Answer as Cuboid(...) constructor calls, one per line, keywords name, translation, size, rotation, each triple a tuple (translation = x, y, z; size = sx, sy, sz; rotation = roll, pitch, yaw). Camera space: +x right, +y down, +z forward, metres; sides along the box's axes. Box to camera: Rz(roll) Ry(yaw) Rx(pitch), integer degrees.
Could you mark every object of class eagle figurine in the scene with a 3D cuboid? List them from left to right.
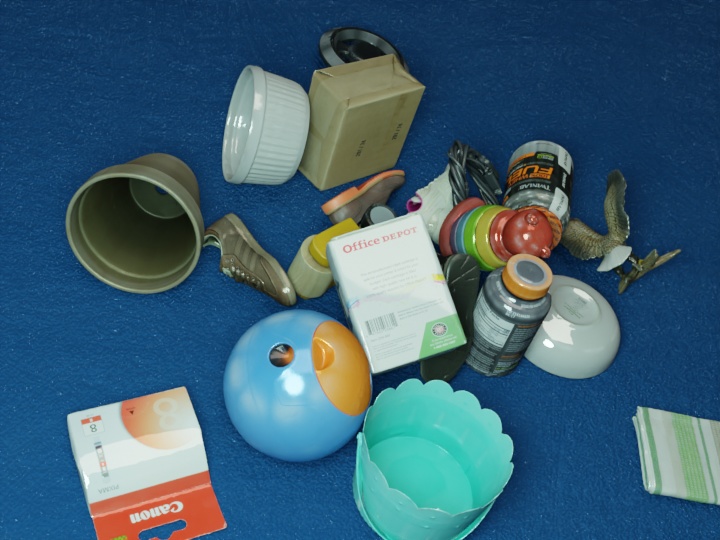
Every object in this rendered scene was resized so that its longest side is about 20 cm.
Cuboid(name="eagle figurine", translation=(0.439, -0.064, 1.611), size=(0.151, 0.151, 0.201), rotation=(-23, 69, -20))

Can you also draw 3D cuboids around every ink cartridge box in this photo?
Cuboid(name="ink cartridge box", translation=(-0.276, 0.256, 1.157), size=(0.161, 0.050, 0.200), rotation=(-11, 50, -25))
Cuboid(name="ink cartridge box", translation=(0.047, 0.036, 1.292), size=(0.145, 0.088, 0.201), rotation=(-17, 81, -10))

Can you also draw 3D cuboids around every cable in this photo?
Cuboid(name="cable", translation=(0.192, -0.134, 1.573), size=(0.051, 0.200, 0.164), rotation=(-3, 61, 31))

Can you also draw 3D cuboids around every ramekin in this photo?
Cuboid(name="ramekin", translation=(-0.161, -0.241, 1.542), size=(0.105, 0.200, 0.201), rotation=(9, 47, -22))

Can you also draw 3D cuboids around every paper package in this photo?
Cuboid(name="paper package", translation=(-0.006, -0.263, 1.601), size=(0.190, 0.200, 0.104), rotation=(-22, 58, -32))

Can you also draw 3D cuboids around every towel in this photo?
Cuboid(name="towel", translation=(0.519, 0.292, 1.381), size=(0.199, 0.031, 0.150), rotation=(13, 49, -8))

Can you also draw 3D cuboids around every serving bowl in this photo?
Cuboid(name="serving bowl", translation=(0.343, 0.078, 1.490), size=(0.199, 0.066, 0.201), rotation=(9, 47, -10))

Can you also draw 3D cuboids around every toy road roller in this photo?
Cuboid(name="toy road roller", translation=(0.000, 0.000, 1.424), size=(0.199, 0.123, 0.146), rotation=(-26, 72, -34))

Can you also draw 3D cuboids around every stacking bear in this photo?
Cuboid(name="stacking bear", translation=(0.223, -0.053, 1.413), size=(0.113, 0.200, 0.122), rotation=(-25, 101, -28))

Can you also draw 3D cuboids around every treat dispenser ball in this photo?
Cuboid(name="treat dispenser ball", translation=(-0.083, 0.153, 1.202), size=(0.200, 0.201, 0.202), rotation=(8, 47, -9))

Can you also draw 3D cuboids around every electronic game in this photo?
Cuboid(name="electronic game", translation=(0.008, -0.438, 1.869), size=(0.199, 0.042, 0.201), rotation=(14, 45, -15))

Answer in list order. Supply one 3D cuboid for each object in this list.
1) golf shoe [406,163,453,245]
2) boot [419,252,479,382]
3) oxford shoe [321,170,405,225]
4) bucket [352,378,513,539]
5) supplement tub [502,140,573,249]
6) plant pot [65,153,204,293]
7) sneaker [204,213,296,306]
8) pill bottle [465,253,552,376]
Cuboid(name="golf shoe", translation=(0.135, -0.134, 1.615), size=(0.091, 0.076, 0.200), rotation=(17, 45, 3))
Cuboid(name="boot", translation=(0.119, 0.067, 1.419), size=(0.073, 0.205, 0.154), rotation=(11, 4, -18))
Cuboid(name="oxford shoe", translation=(0.016, -0.119, 1.583), size=(0.200, 0.071, 0.073), rotation=(-31, 92, -39))
Cuboid(name="bucket", translation=(0.087, 0.263, 1.199), size=(0.206, 0.135, 0.208), rotation=(8, 47, -9))
Cuboid(name="supplement tub", translation=(0.321, -0.132, 1.633), size=(0.122, 0.123, 0.201), rotation=(17, 46, -1))
Cuboid(name="plant pot", translation=(-0.325, -0.093, 1.379), size=(0.199, 0.201, 0.174), rotation=(14, 30, -4))
Cuboid(name="sneaker", translation=(-0.178, -0.003, 1.420), size=(0.075, 0.071, 0.200), rotation=(-34, 60, -16))
Cuboid(name="pill bottle", translation=(0.225, 0.065, 1.373), size=(0.106, 0.200, 0.107), rotation=(9, 47, -10))
